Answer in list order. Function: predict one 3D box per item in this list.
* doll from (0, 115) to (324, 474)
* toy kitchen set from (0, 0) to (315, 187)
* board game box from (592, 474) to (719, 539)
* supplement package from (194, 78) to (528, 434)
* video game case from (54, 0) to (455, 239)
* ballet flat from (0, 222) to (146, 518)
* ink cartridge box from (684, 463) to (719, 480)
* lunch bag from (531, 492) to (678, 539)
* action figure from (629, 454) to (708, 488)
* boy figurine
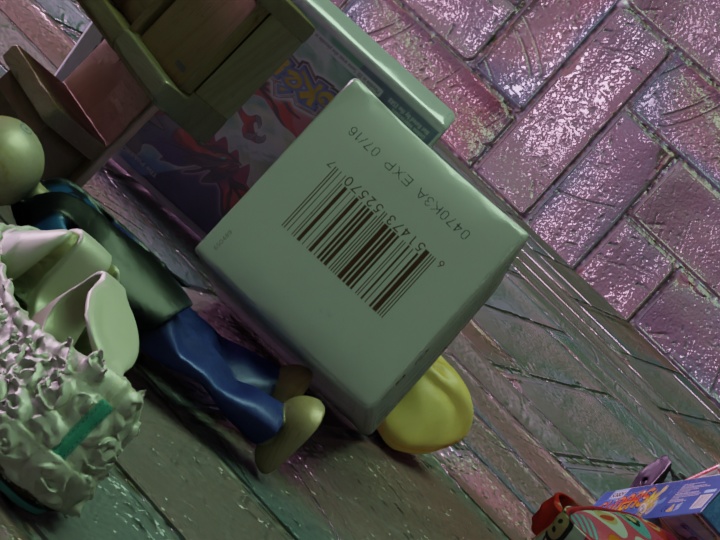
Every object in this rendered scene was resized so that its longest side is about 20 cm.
[{"bbox_3d":[-0.105,0.006,0.903,0.200,0.048,0.137,42,7,-19],"label":"doll"},{"bbox_3d":[-0.166,-0.150,0.978,0.180,0.163,0.200,39,9,-44],"label":"toy kitchen set"},{"bbox_3d":[0.218,0.186,1.199,0.135,0.034,0.200,47,-17,-4],"label":"board game box"},{"bbox_3d":[0.000,0.000,1.031,0.117,0.117,0.200,42,-6,4],"label":"supplement package"},{"bbox_3d":[-0.070,-0.096,1.167,0.200,0.182,0.023,41,38,-2],"label":"video game case"},{"bbox_3d":[-0.113,0.022,0.748,0.072,0.072,0.200,37,9,-28],"label":"ballet flat"},{"bbox_3d":[0.292,0.193,1.419,0.200,0.067,0.117,-1,65,-57],"label":"ink cartridge box"},{"bbox_3d":[0.153,0.186,1.055,0.176,0.082,0.200,46,10,24],"label":"lunch bag"},{"bbox_3d":[0.297,0.224,1.554,0.200,0.069,0.130,41,3,-27],"label":"action figure"},{"bbox_3d":[0.022,0.018,1.187,0.064,0.124,0.201,14,43,-32],"label":"boy figurine"}]
